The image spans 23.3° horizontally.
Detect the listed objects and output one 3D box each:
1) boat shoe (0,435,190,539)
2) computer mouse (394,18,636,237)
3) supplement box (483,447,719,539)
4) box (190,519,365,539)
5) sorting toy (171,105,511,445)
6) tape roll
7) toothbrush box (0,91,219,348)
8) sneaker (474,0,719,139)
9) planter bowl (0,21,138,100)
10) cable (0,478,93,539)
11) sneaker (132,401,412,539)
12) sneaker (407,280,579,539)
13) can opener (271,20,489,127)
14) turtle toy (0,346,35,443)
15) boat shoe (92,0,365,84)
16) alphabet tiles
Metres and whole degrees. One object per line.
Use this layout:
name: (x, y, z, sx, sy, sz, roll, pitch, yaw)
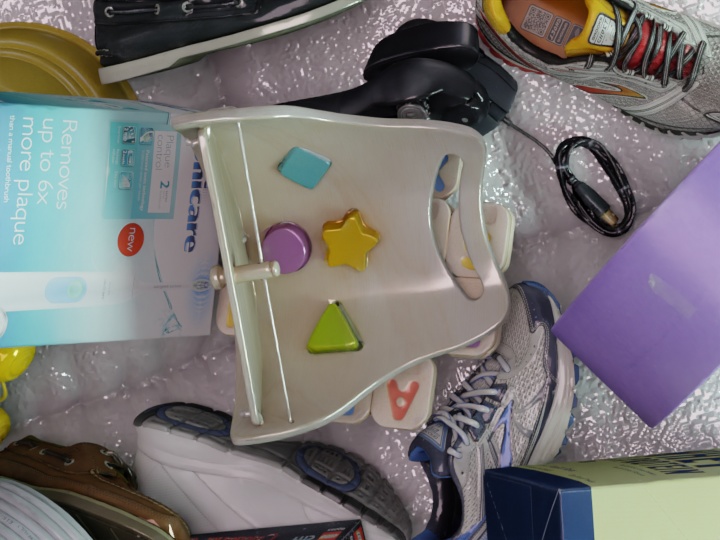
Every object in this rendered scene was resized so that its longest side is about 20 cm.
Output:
boat shoe: (-0.177, 0.142, 1.122, 0.199, 0.072, 0.068, 9, 47, 38)
computer mouse: (0.097, -0.093, 1.125, 0.200, 0.034, 0.059, 38, 96, 8)
supplement box: (0.191, 0.211, 1.020, 0.198, 0.134, 0.202, -3, 89, -14)
box: (-0.079, 0.238, 1.119, 0.198, 0.038, 0.138, -8, 101, 24)
sorting toy: (-0.004, -0.014, 1.061, 0.178, 0.107, 0.202, -8, 102, 7)
tape roll: (0.208, -0.008, 1.019, 0.085, 0.200, 0.200, 44, 97, 9)
toothbrush box: (-0.184, -0.033, 1.083, 0.085, 0.199, 0.148, 15, 100, 42)
sneaker: (0.162, -0.135, 1.088, 0.198, 0.082, 0.078, 17, 92, 9)
planter bowl: (-0.246, -0.072, 1.165, 0.199, 0.083, 0.202, 0, 89, 11)
cable: (-0.209, 0.222, 1.091, 0.200, 0.069, 0.200, 51, 142, 5)
sneaker: (-0.061, 0.153, 1.145, 0.199, 0.074, 0.088, 18, 105, 17)
sneaker: (0.078, 0.104, 1.091, 0.085, 0.077, 0.202, 10, 91, -20)
can opener: (-0.008, -0.095, 1.118, 0.199, 0.079, 0.064, -18, 125, 26)
turtle toy: (-0.308, 0.074, 1.152, 0.145, 0.101, 0.201, 37, 128, 15)
boat shoe: (-0.086, -0.178, 1.140, 0.198, 0.074, 0.067, -14, 97, 19)
alphabet tiles: (0.000, 0.000, 1.120, 0.198, 0.015, 0.197, 4, 79, 25)
